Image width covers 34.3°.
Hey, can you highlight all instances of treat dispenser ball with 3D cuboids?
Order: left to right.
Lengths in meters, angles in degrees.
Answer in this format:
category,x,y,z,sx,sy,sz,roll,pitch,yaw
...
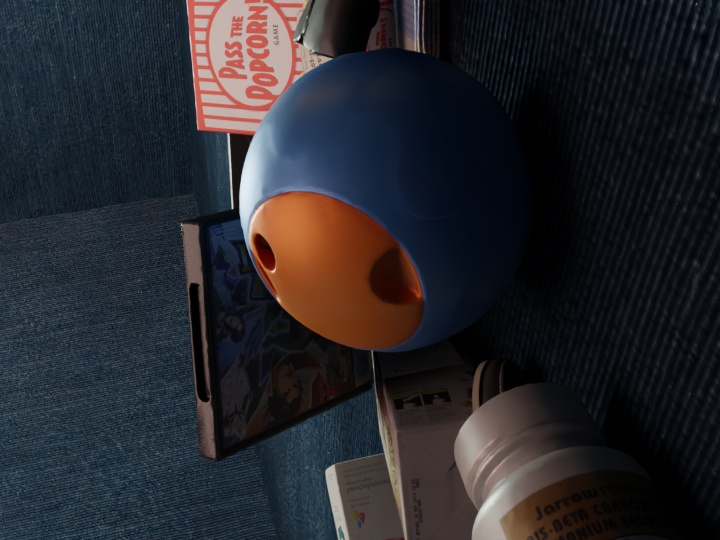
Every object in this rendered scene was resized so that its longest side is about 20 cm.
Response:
category,x,y,z,sx,sy,sz,roll,pitch,yaw
treat dispenser ball,0.017,-0.047,0.788,0.201,0.198,0.204,170,90,-78

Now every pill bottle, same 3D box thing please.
category,x,y,z,sx,sy,sz,roll,pitch,yaw
pill bottle,0.126,0.165,0.657,0.201,0.113,0.115,-112,17,-46

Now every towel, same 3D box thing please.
category,x,y,z,sx,sy,sz,roll,pitch,yaw
towel,0.040,-0.244,0.958,0.147,0.023,0.203,-120,25,-65

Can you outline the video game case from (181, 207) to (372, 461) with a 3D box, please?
category,x,y,z,sx,sy,sz,roll,pitch,yaw
video game case,-0.060,0.034,0.938,0.025,0.199,0.183,7,105,36

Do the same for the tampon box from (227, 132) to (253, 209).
category,x,y,z,sx,sy,sz,roll,pitch,yaw
tampon box,-0.074,-0.126,1.241,0.200,0.124,0.152,-114,20,-85

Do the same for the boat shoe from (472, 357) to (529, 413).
category,x,y,z,sx,sy,sz,roll,pitch,yaw
boat shoe,0.131,0.143,0.806,0.062,0.072,0.202,-33,50,30

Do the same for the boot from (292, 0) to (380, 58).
category,x,y,z,sx,sy,sz,roll,pitch,yaw
boot,0.011,-0.239,0.794,0.165,0.065,0.202,-103,36,-76

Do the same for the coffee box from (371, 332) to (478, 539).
category,x,y,z,sx,sy,sz,roll,pitch,yaw
coffee box,0.059,0.129,0.961,0.200,0.079,0.114,-105,8,-68

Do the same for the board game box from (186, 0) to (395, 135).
category,x,y,z,sx,sy,sz,roll,pitch,yaw
board game box,-0.062,-0.194,1.020,0.198,0.046,0.154,9,111,34

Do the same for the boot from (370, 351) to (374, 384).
category,x,y,z,sx,sy,sz,roll,pitch,yaw
boot,-0.004,0.003,1.125,0.201,0.067,0.132,-90,-16,-54

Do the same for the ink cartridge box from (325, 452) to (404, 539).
category,x,y,z,sx,sy,sz,roll,pitch,yaw
ink cartridge box,0.043,0.280,1.143,0.067,0.115,0.203,126,133,-73
